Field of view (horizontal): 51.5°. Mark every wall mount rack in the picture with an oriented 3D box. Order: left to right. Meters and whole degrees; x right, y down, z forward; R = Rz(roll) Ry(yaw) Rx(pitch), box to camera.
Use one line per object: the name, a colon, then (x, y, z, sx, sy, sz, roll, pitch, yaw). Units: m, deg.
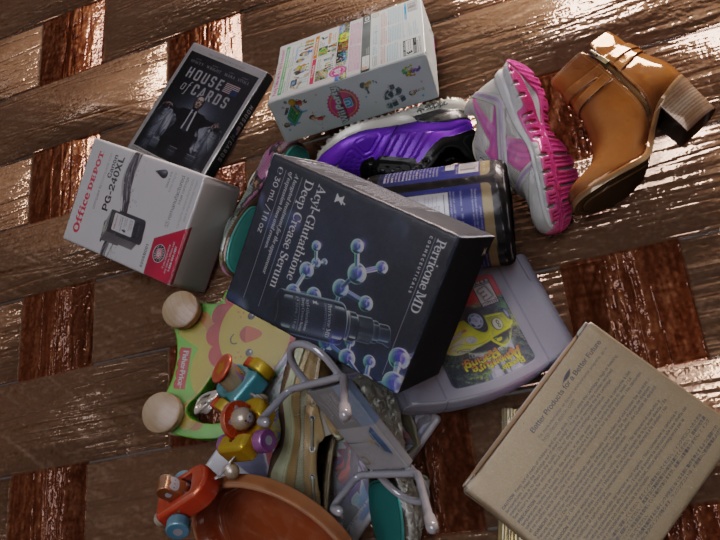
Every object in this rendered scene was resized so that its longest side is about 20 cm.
wall mount rack: (-0.004, 0.154, 0.650, 0.200, 0.173, 0.075, 53, 55, -10)

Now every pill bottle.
pill bottle: (0.061, -0.051, 0.796, 0.198, 0.112, 0.113, -6, 70, 14)

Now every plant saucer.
plant saucer: (-0.080, 0.285, 0.758, 0.199, 0.202, 0.032, 10, 33, 24)

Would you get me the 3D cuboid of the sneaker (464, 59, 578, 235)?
sneaker: (0.179, -0.130, 0.845, 0.088, 0.081, 0.201, -27, 72, 40)

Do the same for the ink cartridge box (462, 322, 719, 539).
ink cartridge box: (0.219, 0.179, 0.700, 0.164, 0.075, 0.200, 38, 85, 17)

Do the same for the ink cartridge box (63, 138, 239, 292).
ink cartridge box: (-0.277, -0.074, 0.980, 0.199, 0.083, 0.146, 20, 92, 25)

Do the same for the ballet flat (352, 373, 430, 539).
ballet flat: (0.038, 0.201, 0.766, 0.071, 0.072, 0.201, -15, 85, 16)

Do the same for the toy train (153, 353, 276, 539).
toy train: (-0.155, 0.160, 0.758, 0.150, 0.056, 0.200, -32, 28, 17)

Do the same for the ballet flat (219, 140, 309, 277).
ballet flat: (-0.131, -0.079, 0.955, 0.071, 0.069, 0.201, 6, 65, 48)

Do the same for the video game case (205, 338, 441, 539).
video game case: (-0.042, 0.188, 0.813, 0.182, 0.023, 0.201, 35, 86, 7)

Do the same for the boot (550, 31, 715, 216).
boot: (0.263, -0.163, 0.820, 0.200, 0.074, 0.155, -38, 68, -11)

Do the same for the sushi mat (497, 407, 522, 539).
sushi mat: (0.184, 0.241, 0.747, 0.095, 0.012, 0.201, -1, 72, 20)

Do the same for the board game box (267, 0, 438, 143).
board game box: (-0.007, -0.251, 0.932, 0.199, 0.064, 0.148, -13, 41, 15)

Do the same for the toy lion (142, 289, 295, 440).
toy lion: (-0.149, 0.106, 0.901, 0.190, 0.069, 0.201, 3, 73, 14)

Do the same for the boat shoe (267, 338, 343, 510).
boat shoe: (-0.040, 0.155, 0.766, 0.076, 0.072, 0.202, 10, 95, 25)

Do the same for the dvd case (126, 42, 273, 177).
dvd case: (-0.232, -0.216, 1.058, 0.150, 0.025, 0.201, 27, 84, 26)

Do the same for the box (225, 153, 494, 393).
box: (-0.002, -0.003, 0.700, 0.199, 0.107, 0.149, 25, 103, 22)

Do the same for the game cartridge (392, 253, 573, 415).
game cartridge: (0.115, 0.069, 0.776, 0.199, 0.041, 0.134, -19, 68, -14)

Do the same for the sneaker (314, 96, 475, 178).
sneaker: (0.046, -0.130, 0.885, 0.199, 0.070, 0.100, -18, 73, 3)
